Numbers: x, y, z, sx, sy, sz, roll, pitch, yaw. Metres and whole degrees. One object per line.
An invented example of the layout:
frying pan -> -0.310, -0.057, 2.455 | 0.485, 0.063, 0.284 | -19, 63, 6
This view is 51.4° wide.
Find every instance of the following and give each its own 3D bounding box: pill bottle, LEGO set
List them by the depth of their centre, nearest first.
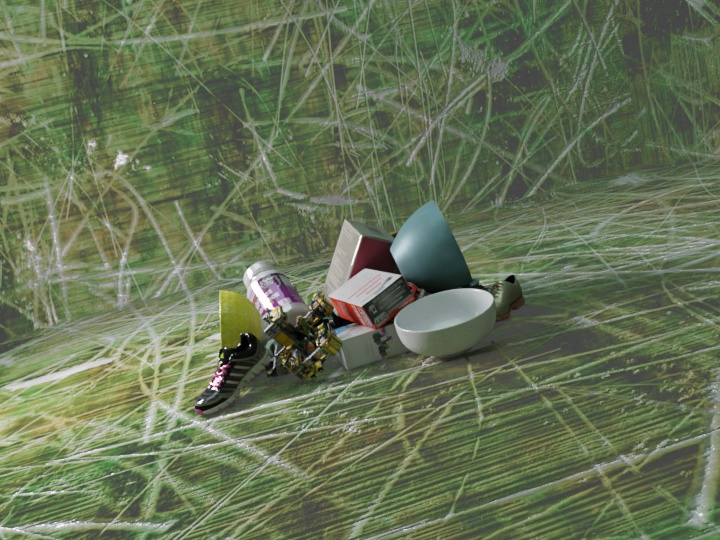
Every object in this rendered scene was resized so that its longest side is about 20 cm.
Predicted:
LEGO set -> -0.128, 0.117, 1.519 | 0.153, 0.116, 0.201 | -39, 30, 21
pill bottle -> -0.203, 0.071, 1.777 | 0.111, 0.113, 0.200 | -17, 47, -25

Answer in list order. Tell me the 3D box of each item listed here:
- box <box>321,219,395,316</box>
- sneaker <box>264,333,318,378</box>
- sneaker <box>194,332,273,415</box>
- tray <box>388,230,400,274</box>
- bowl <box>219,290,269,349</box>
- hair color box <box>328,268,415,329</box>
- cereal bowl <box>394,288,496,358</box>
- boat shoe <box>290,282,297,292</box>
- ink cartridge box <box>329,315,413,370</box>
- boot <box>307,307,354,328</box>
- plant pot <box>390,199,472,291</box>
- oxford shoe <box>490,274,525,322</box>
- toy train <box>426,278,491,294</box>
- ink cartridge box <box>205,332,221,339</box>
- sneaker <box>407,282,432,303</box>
box -> 0.000, 0.000, 1.757 | 0.108, 0.203, 0.128 | 11, 17, -25
sneaker -> -0.150, 0.177, 1.634 | 0.078, 0.075, 0.200 | -4, 12, 22
sneaker -> -0.265, 0.199, 1.490 | 0.073, 0.088, 0.200 | 5, 41, 50
tray -> 0.088, 0.009, 1.883 | 0.037, 0.203, 0.098 | -4, 12, 44
bowl -> -0.255, 0.144, 1.651 | 0.106, 0.204, 0.200 | -2, 6, -11
hair color box -> 0.020, 0.057, 1.587 | 0.110, 0.064, 0.200 | -37, 15, -15
cereal bowl -> 0.169, 0.111, 1.449 | 0.197, 0.084, 0.200 | -14, 17, 4
boat shoe -> -0.240, 0.104, 1.880 | 0.198, 0.063, 0.074 | -30, 18, -15
ink cartridge box -> 0.046, 0.138, 1.568 | 0.197, 0.069, 0.115 | -16, 10, -12
boot -> -0.085, 0.110, 1.845 | 0.161, 0.075, 0.197 | -5, 11, -40
plant pot -> 0.144, -0.034, 1.646 | 0.133, 0.202, 0.200 | -27, 8, 2
oxford shoe -> 0.294, 0.064, 1.621 | 0.070, 0.075, 0.199 | -7, 11, 33
toy train -> 0.199, 0.076, 1.701 | 0.198, 0.086, 0.114 | -8, 19, 35
ink cartridge box -> -0.259, 0.164, 1.856 | 0.198, 0.044, 0.172 | -3, 14, 46
sneaker -> 0.149, 0.078, 1.580 | 0.108, 0.068, 0.200 | 36, -18, -35
